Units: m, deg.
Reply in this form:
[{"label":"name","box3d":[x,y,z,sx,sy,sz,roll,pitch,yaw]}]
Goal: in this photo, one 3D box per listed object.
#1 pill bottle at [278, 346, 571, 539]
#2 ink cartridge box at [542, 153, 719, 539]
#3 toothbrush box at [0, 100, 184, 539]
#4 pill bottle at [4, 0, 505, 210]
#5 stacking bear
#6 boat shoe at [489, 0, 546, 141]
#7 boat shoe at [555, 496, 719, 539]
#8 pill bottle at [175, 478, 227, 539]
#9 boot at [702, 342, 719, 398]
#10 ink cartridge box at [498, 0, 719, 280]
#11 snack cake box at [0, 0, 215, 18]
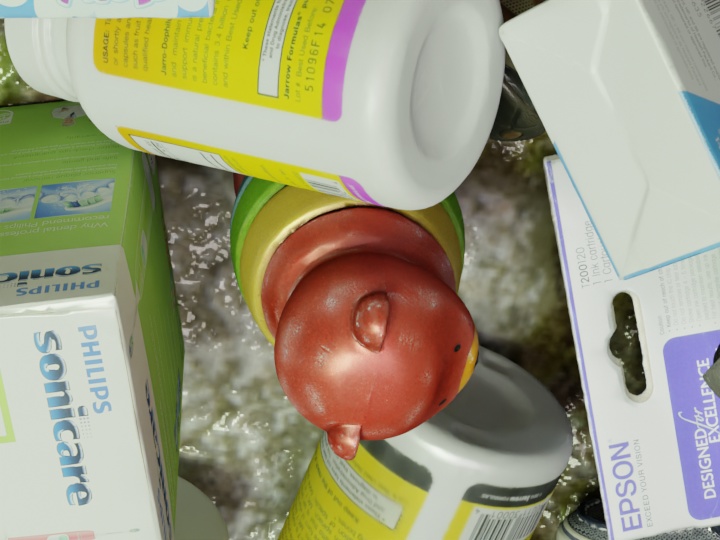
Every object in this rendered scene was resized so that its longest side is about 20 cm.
[{"label":"pill bottle","box3d":[0.017,0.141,0.872,0.114,0.114,0.201,17,115,-13]},{"label":"ink cartridge box","box3d":[0.199,0.019,0.841,0.199,0.043,0.199,-10,100,0]},{"label":"toothbrush box","box3d":[-0.129,0.029,0.760,0.086,0.200,0.146,-7,119,-2]},{"label":"pill bottle","box3d":[-0.048,-0.093,0.714,0.199,0.104,0.105,14,123,29]},{"label":"stacking bear","box3d":[0.000,0.000,0.754,0.113,0.200,0.122,14,116,-12]},{"label":"boat shoe","box3d":[0.024,-0.147,0.759,0.200,0.076,0.074,46,74,-15]},{"label":"boat shoe","box3d":[0.201,0.108,0.910,0.199,0.075,0.093,-3,108,-9]},{"label":"pill bottle","box3d":[-0.141,0.204,0.892,0.114,0.114,0.201,14,115,-12]},{"label":"boot","box3d":[0.239,-0.024,0.766,0.069,0.200,0.174,49,128,20]},{"label":"ink cartridge box","box3d":[0.157,-0.086,0.741,0.067,0.200,0.116,-25,92,42]},{"label":"snack cake box","box3d":[-0.111,-0.161,0.659,0.114,0.200,0.067,1,119,-5]}]
